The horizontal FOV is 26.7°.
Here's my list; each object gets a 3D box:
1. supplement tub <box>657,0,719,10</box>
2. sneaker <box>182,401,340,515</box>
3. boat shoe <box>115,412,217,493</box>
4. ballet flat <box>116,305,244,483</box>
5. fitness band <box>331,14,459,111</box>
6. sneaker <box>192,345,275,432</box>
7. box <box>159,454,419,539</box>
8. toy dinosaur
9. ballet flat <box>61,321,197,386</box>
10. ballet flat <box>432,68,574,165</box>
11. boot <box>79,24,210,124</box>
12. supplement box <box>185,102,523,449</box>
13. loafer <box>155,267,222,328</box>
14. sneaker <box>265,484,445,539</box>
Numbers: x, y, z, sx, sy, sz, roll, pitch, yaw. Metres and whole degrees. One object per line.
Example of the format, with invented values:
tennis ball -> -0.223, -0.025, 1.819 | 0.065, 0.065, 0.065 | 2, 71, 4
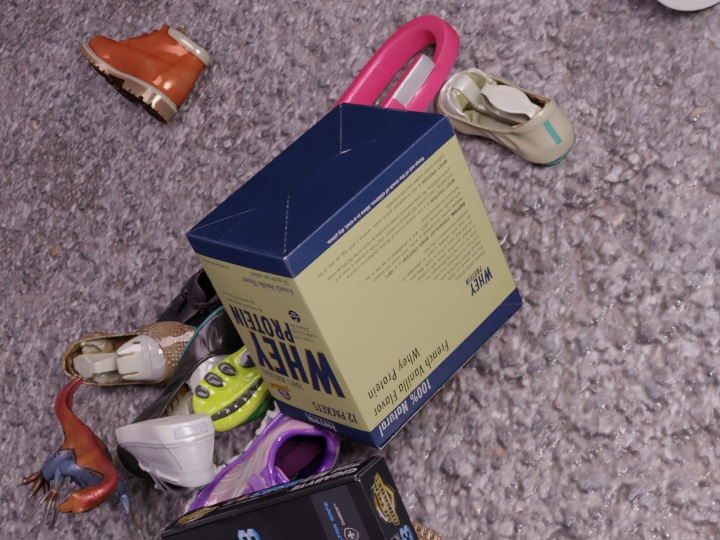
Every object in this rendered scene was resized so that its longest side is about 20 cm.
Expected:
supplement tub -> 0.260, -0.333, 1.365 | 0.132, 0.132, 0.200 | -43, 41, 10
sneaker -> -0.084, 0.195, 1.324 | 0.200, 0.080, 0.088 | -53, 20, -1
boat shoe -> -0.169, 0.166, 1.362 | 0.200, 0.072, 0.069 | -15, 84, 63
ballet flat -> -0.160, 0.128, 1.478 | 0.200, 0.068, 0.068 | -53, 49, 14
fitness band -> 0.022, -0.170, 1.513 | 0.200, 0.037, 0.144 | -52, 21, 0
sneaker -> -0.067, 0.079, 1.407 | 0.200, 0.084, 0.074 | -32, 80, -3
box -> -0.033, 0.261, 1.175 | 0.198, 0.200, 0.050 | -20, 7, 30
toy dinosaur -> -0.276, 0.187, 1.459 | 0.181, 0.105, 0.200 | -34, 65, 60
ballet flat -> -0.237, 0.094, 1.559 | 0.200, 0.065, 0.071 | -11, 97, 44
ballet flat -> 0.122, -0.157, 1.416 | 0.070, 0.069, 0.200 | -55, 40, -4
boot -> -0.261, -0.258, 1.844 | 0.200, 0.075, 0.107 | 32, 82, 41
supplement box -> 0.000, 0.000, 1.268 | 0.200, 0.200, 0.134 | -43, 34, -27
loafer -> -0.139, 0.009, 1.538 | 0.200, 0.063, 0.072 | -29, 45, 24
sneaker -> 0.012, 0.239, 1.242 | 0.200, 0.112, 0.071 | 22, 73, 18
